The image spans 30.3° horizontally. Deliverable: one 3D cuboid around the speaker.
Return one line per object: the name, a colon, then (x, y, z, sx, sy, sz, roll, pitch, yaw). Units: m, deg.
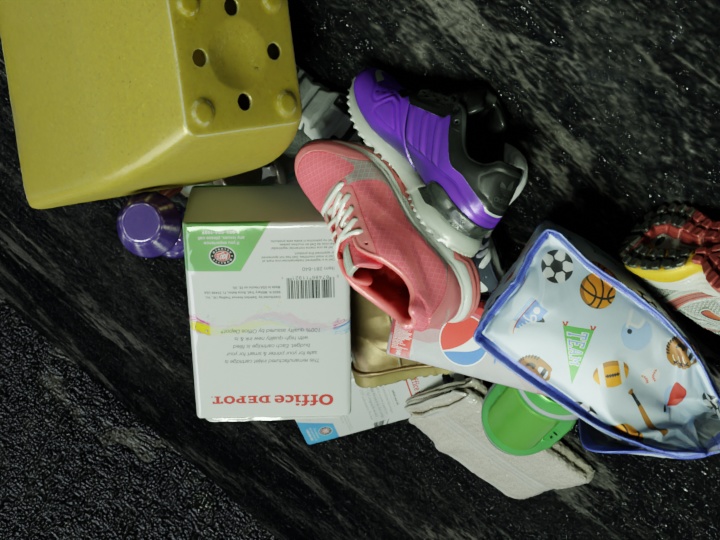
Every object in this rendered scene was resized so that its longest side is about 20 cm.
speaker: (0.174, 0.124, 1.308, 0.088, 0.089, 0.200, 38, 160, 7)

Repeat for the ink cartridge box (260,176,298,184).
ink cartridge box: (-0.051, -0.016, 1.418, 0.145, 0.084, 0.201, 10, 144, 53)

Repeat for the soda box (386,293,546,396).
soda box: (0.128, 0.063, 1.178, 0.198, 0.064, 0.070, 14, -168, 16)

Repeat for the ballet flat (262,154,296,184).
ballet flat: (-0.127, -0.130, 1.349, 0.199, 0.070, 0.070, 23, 154, 40)

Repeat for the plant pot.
plant pot: (-0.155, -0.162, 1.083, 0.199, 0.193, 0.198, 1, 100, 49)

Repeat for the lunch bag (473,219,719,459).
lunch bag: (0.193, 0.063, 1.032, 0.199, 0.124, 0.170, 35, -170, 2)

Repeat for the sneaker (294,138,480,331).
sneaker: (0.008, -0.031, 1.061, 0.200, 0.086, 0.074, 46, 131, 18)

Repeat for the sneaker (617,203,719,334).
sneaker: (0.271, 0.006, 0.923, 0.082, 0.078, 0.200, 46, 169, -27)

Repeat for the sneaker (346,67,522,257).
sneaker: (0.066, -0.110, 1.044, 0.069, 0.100, 0.201, 13, -146, -44)

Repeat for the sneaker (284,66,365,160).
sneaker: (-0.030, -0.123, 1.201, 0.199, 0.067, 0.091, 35, 166, 15)

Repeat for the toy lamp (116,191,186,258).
toy lamp: (-0.181, -0.039, 1.188, 0.058, 0.058, 0.200, 40, 178, -1)

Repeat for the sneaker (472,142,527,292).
sneaker: (0.098, -0.039, 1.138, 0.129, 0.080, 0.199, 13, 141, -37)

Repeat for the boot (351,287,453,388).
boot: (0.049, 0.005, 1.274, 0.066, 0.173, 0.202, -120, 15, -63)

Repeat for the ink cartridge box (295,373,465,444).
ink cartridge box: (0.017, 0.121, 1.517, 0.116, 0.198, 0.067, 71, -175, -54)

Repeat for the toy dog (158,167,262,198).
toy dog: (-0.179, -0.145, 1.270, 0.201, 0.096, 0.132, 58, 143, 6)

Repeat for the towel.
towel: (0.152, 0.192, 1.484, 0.199, 0.035, 0.132, 36, 148, -18)

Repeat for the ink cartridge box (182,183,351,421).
ink cartridge box: (-0.080, 0.029, 1.207, 0.143, 0.084, 0.202, -1, 118, -1)
